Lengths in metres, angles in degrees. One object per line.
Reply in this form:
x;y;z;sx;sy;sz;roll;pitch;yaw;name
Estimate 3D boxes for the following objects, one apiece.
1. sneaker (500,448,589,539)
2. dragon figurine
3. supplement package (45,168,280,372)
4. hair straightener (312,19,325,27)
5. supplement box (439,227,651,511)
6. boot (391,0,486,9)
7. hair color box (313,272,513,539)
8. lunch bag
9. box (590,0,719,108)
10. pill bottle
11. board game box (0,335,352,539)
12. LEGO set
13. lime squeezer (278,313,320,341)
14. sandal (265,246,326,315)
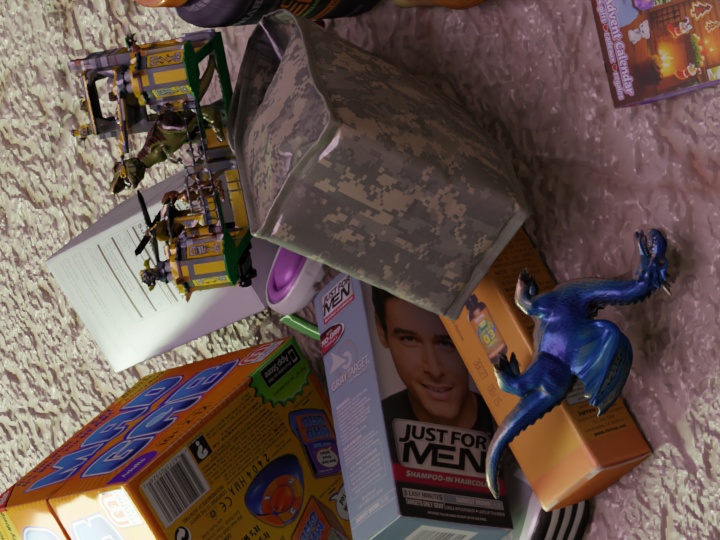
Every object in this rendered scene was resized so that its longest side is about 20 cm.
0.089;0.218;1.632;0.115;0.075;0.202;36;113;41;sneaker
0.144;0.059;1.480;0.099;0.059;0.202;15;82;16;dragon figurine
-0.130;-0.015;1.753;0.199;0.114;0.110;-23;103;47;supplement package
-0.069;-0.105;1.739;0.200;0.041;0.077;-47;65;42;hair straightener
0.118;0.061;1.563;0.067;0.068;0.201;-43;70;41;supplement box
0.047;-0.278;1.549;0.144;0.070;0.203;-7;108;54;boot
0.036;0.098;1.587;0.061;0.098;0.202;-42;48;43;hair color box
0.003;-0.082;1.531;0.118;0.163;0.201;-55;27;24;lunch bag
0.200;-0.216;1.432;0.136;0.039;0.202;-14;89;46;box
-0.077;-0.228;1.603;0.106;0.199;0.107;11;106;45;pill bottle
-0.122;0.200;1.707;0.199;0.200;0.201;-17;108;47;board game box
-0.148;-0.075;1.552;0.115;0.154;0.202;-8;113;10;LEGO set
0.023;0.100;1.673;0.070;0.038;0.201;-35;93;11;lime squeezer
-0.032;-0.069;1.641;0.082;0.049;0.204;-3;67;62;sandal
